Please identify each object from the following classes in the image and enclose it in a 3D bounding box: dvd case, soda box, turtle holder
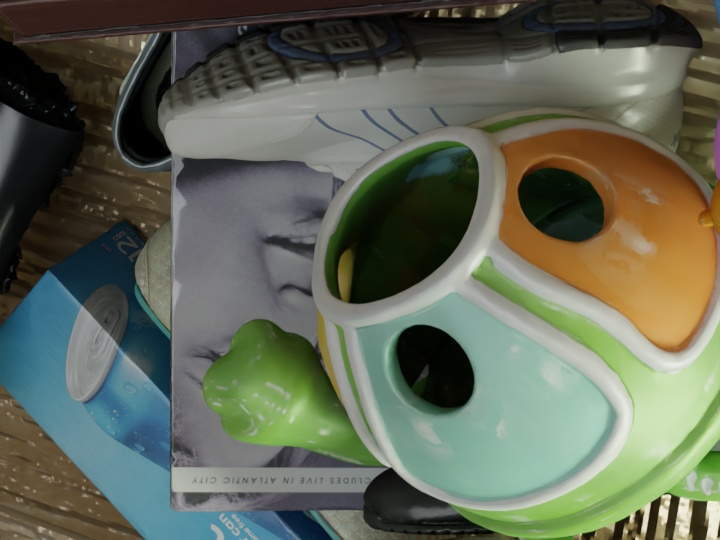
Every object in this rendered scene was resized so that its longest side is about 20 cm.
[{"bbox_3d":[0.000,0.000,0.902,0.149,0.016,0.200,0,107,-4],"label":"dvd case"},{"bbox_3d":[-0.068,0.079,1.003,0.200,0.064,0.068,46,125,3],"label":"soda box"},{"bbox_3d":[0.043,0.012,0.789,0.132,0.141,0.185,32,165,-37],"label":"turtle holder"}]

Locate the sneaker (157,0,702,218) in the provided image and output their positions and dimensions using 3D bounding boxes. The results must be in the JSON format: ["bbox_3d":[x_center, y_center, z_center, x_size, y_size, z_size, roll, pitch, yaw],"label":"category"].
[{"bbox_3d":[0.026,-0.050,0.846,0.200,0.075,0.087,-3,114,-1],"label":"sneaker"}]

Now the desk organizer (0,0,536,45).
[{"bbox_3d":[-0.043,-0.133,0.817,0.200,0.077,0.072,-3,75,14],"label":"desk organizer"}]

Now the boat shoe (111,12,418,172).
[{"bbox_3d":[-0.029,-0.105,0.900,0.073,0.062,0.200,49,124,4],"label":"boat shoe"}]

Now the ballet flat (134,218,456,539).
[{"bbox_3d":[-0.016,0.053,0.963,0.200,0.067,0.062,47,117,2],"label":"ballet flat"}]

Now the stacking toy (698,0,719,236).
[{"bbox_3d":[0.154,-0.046,0.740,0.116,0.200,0.110,-11,106,28],"label":"stacking toy"}]

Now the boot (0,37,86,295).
[{"bbox_3d":[-0.196,-0.028,1.016,0.200,0.076,0.168,33,102,56],"label":"boot"}]

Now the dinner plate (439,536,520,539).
[{"bbox_3d":[0.089,0.129,0.889,0.200,0.200,0.024,4,74,27],"label":"dinner plate"}]

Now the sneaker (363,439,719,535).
[{"bbox_3d":[0.092,0.048,0.883,0.200,0.074,0.089,-15,90,6],"label":"sneaker"}]
